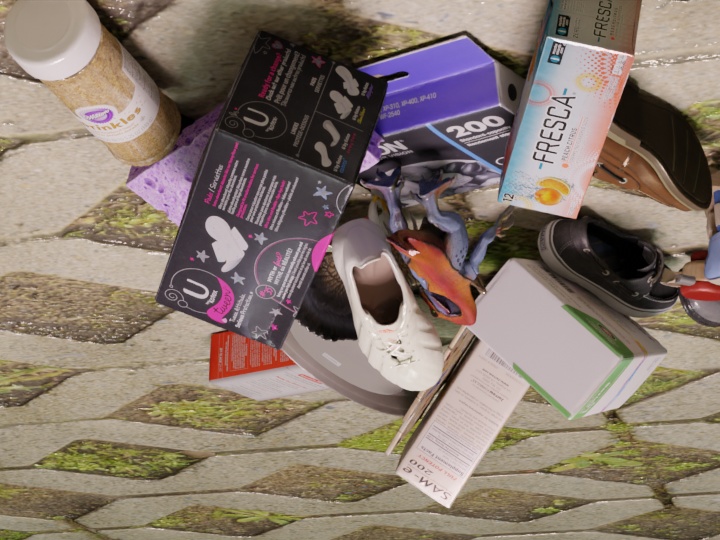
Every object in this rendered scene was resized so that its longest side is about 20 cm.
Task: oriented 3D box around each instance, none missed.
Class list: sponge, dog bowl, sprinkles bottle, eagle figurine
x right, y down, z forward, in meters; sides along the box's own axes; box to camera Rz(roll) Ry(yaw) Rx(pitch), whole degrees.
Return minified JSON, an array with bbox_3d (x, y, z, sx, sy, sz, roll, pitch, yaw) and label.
[{"bbox_3d":[-0.089,-0.090,1.529,0.200,0.030,0.112,-29,123,36],"label":"sponge"},{"bbox_3d":[-0.005,0.070,1.916,0.200,0.059,0.200,28,156,14],"label":"dog bowl"},{"bbox_3d":[-0.203,-0.147,1.419,0.068,0.069,0.200,-5,160,15],"label":"sprinkles bottle"},{"bbox_3d":[-0.001,-0.008,1.730,0.199,0.152,0.152,-6,172,-13],"label":"eagle figurine"}]

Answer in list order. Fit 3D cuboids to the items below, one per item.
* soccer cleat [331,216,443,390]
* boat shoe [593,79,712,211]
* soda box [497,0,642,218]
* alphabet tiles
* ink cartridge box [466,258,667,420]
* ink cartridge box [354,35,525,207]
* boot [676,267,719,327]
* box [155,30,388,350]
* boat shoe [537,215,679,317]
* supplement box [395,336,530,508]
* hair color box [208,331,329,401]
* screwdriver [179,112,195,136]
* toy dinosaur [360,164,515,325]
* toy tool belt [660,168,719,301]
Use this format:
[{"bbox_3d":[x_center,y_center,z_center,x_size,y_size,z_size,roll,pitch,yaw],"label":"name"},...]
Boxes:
[{"bbox_3d":[0.025,0.043,1.616,0.069,0.078,0.200,-25,126,1],"label":"soccer cleat"},{"bbox_3d":[0.223,-0.106,1.531,0.068,0.072,0.200,-14,144,36],"label":"boat shoe"},{"bbox_3d":[0.156,-0.127,1.390,0.068,0.064,0.200,12,144,0],"label":"soda box"},{"bbox_3d":[0.088,0.097,1.874,0.008,0.167,0.200,34,119,8],"label":"alphabet tiles"},{"bbox_3d":[0.203,0.065,1.792,0.084,0.145,0.200,-51,163,13],"label":"ink cartridge box"},{"bbox_3d":[0.058,-0.118,1.532,0.198,0.044,0.200,-13,155,33],"label":"ink cartridge box"},{"bbox_3d":[0.424,0.009,1.859,0.199,0.070,0.131,3,160,-40],"label":"boot"},{"bbox_3d":[-0.072,-0.062,1.438,0.114,0.132,0.200,22,135,-5],"label":"box"},{"bbox_3d":[0.261,-0.008,1.805,0.200,0.070,0.066,27,149,-37],"label":"boat shoe"},{"bbox_3d":[0.123,0.142,1.967,0.073,0.200,0.126,33,-169,1],"label":"supplement box"},{"bbox_3d":[-0.066,0.098,2.105,0.199,0.062,0.101,-11,157,32],"label":"hair color box"},{"bbox_3d":[-0.120,-0.094,1.615,0.028,0.029,0.200,-10,153,26],"label":"screwdriver"},{"bbox_3d":[0.056,-0.003,1.574,0.105,0.200,0.182,-1,126,26],"label":"toy dinosaur"},{"bbox_3d":[0.351,-0.048,1.631,0.124,0.123,0.200,10,166,-19],"label":"toy tool belt"}]
